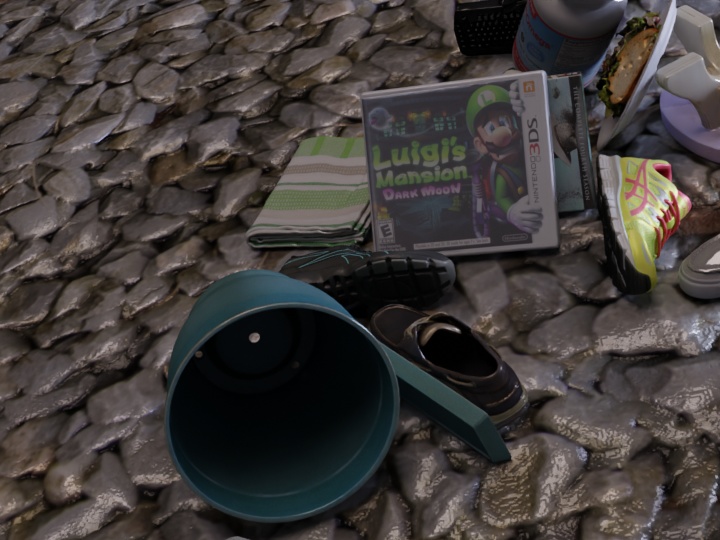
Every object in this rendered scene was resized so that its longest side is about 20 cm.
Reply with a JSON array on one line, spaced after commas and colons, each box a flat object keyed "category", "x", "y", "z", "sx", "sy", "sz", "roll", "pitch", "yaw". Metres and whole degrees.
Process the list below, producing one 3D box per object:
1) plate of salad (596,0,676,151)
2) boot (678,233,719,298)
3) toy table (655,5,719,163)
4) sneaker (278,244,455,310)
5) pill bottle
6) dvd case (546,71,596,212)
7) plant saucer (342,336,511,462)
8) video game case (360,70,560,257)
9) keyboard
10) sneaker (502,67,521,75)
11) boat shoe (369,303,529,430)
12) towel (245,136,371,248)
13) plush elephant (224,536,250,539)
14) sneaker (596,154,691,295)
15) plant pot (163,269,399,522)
[{"category": "plate of salad", "x": 0.291, "y": -0.226, "z": 1.339, "sx": 0.048, "sy": 0.201, "sz": 0.200, "roll": 22, "pitch": 46, "yaw": 2}, {"category": "boot", "x": 0.383, "y": -0.055, "z": 1.161, "sx": 0.199, "sy": 0.096, "sz": 0.074, "roll": -27, "pitch": 38, "yaw": -11}, {"category": "toy table", "x": 0.398, "y": -0.202, "z": 1.321, "sx": 0.184, "sy": 0.117, "sz": 0.200, "roll": -35, "pitch": 42, "yaw": -21}, {"category": "sneaker", "x": 0.000, "y": 0.000, "z": 1.270, "sx": 0.199, "sy": 0.076, "sz": 0.079, "roll": -7, "pitch": 36, "yaw": 14}, {"category": "pill bottle", "x": 0.243, "y": -0.295, "z": 1.416, "sx": 0.108, "sy": 0.200, "sz": 0.109, "roll": 1, "pitch": 68, "yaw": -3}, {"category": "dvd case", "x": 0.145, "y": -0.127, "z": 1.315, "sx": 0.199, "sy": 0.147, "sz": 0.022, "roll": -5, "pitch": 14, "yaw": 15}, {"category": "plant saucer", "x": 0.055, "y": 0.110, "z": 1.117, "sx": 0.019, "sy": 0.070, "sz": 0.200, "roll": -45, "pitch": 43, "yaw": -14}, {"category": "video game case", "x": 0.103, "y": -0.107, "z": 1.291, "sx": 0.199, "sy": 0.183, "sz": 0.023, "roll": -5, "pitch": 2, "yaw": 18}, {"category": "keyboard", "x": 0.209, "y": -0.312, "z": 1.545, "sx": 0.199, "sy": 0.104, "sz": 0.040, "roll": -2, "pitch": 39, "yaw": 22}, {"category": "sneaker", "x": 0.188, "y": -0.162, "z": 1.400, "sx": 0.088, "sy": 0.077, "sz": 0.200, "roll": 7, "pitch": 46, "yaw": 17}, {"category": "boat shoe", "x": 0.079, "y": 0.071, "z": 1.149, "sx": 0.074, "sy": 0.074, "sz": 0.200, "roll": -37, "pitch": 41, "yaw": -23}, {"category": "towel", "x": -0.039, "y": -0.099, "z": 1.445, "sx": 0.148, "sy": 0.031, "sz": 0.200, "roll": 0, "pitch": 41, "yaw": 22}, {"category": "plush elephant", "x": -0.047, "y": 0.279, "z": 0.875, "sx": 0.164, "sy": 0.155, "sz": 0.200, "roll": 9, "pitch": 46, "yaw": 31}, {"category": "sneaker", "x": 0.284, "y": -0.054, "z": 1.220, "sx": 0.090, "sy": 0.078, "sz": 0.201, "roll": -3, "pitch": 41, "yaw": 8}, {"category": "plant pot", "x": -0.084, "y": 0.092, "z": 1.110, "sx": 0.199, "sy": 0.201, "sz": 0.188, "roll": -22, "pitch": 22, "yaw": -5}]
